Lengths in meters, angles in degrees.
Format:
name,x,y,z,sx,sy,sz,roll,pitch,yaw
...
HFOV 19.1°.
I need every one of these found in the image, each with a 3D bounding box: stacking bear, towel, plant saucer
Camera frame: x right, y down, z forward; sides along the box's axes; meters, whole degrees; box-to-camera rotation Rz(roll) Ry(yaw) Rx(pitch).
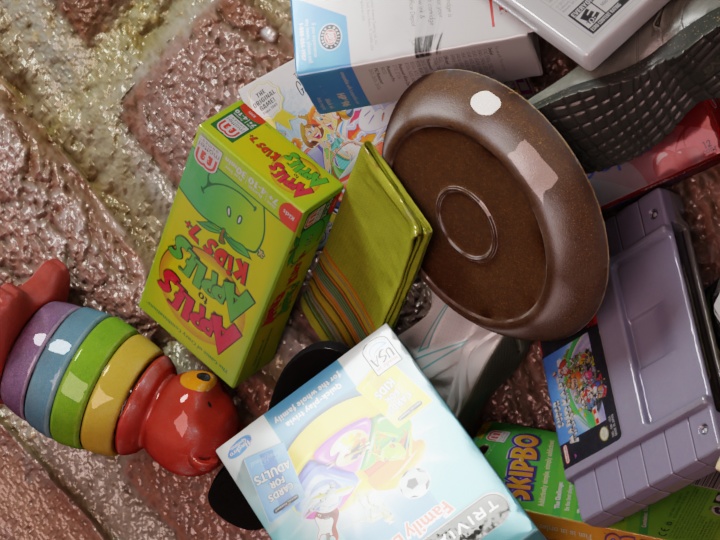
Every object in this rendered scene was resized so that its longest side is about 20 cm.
name,x,y,z,sx,sy,sz,roll,pitch,yaw
stacking bear,-0.185,0.090,1.629,0.200,0.121,0.114,25,112,12
towel,0.000,0.000,1.513,0.086,0.018,0.200,54,150,22
plant saucer,0.079,-0.036,1.424,0.200,0.032,0.200,33,139,34

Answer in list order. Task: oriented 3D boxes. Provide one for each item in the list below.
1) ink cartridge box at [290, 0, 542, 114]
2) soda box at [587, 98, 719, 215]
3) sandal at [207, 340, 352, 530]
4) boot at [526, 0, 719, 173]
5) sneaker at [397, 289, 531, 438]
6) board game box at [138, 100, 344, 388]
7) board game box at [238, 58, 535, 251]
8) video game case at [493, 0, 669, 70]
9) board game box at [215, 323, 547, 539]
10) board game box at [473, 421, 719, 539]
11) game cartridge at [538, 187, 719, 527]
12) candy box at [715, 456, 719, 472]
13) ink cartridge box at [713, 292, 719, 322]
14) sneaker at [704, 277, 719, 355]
name,x,y,z,sx,sy,sz,roll,pitch,yaw
ink cartridge box,0.056,-0.185,1.451,0.200,0.068,0.116,-9,68,10
soda box,0.160,-0.071,1.469,0.200,0.070,0.063,-25,83,25
sandal,-0.052,0.132,1.578,0.075,0.045,0.200,32,123,-5
boot,0.187,-0.148,1.403,0.200,0.131,0.068,-27,125,23
sneaker,0.048,0.093,1.547,0.080,0.070,0.200,36,102,24
board game box,-0.090,-0.016,1.556,0.102,0.048,0.200,40,137,15
board game box,0.023,-0.114,1.546,0.200,0.034,0.135,-27,85,25
video game case,0.155,-0.244,1.399,0.200,0.024,0.182,-42,59,-11
board game box,0.014,0.155,1.448,0.151,0.047,0.200,-37,55,0
board game box,0.162,0.154,1.481,0.200,0.096,0.030,12,124,22
game cartridge,0.179,0.059,1.434,0.130,0.038,0.200,-32,53,33
candy box,0.309,0.114,1.351,0.115,0.200,0.055,28,106,20
ink cartridge box,0.344,0.008,1.340,0.200,0.084,0.145,19,106,-11
sneaker,0.249,0.037,1.434,0.071,0.083,0.200,43,112,10
